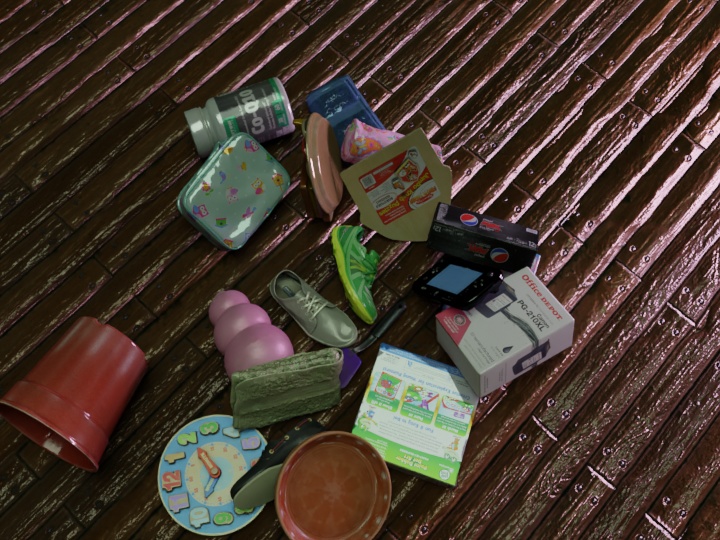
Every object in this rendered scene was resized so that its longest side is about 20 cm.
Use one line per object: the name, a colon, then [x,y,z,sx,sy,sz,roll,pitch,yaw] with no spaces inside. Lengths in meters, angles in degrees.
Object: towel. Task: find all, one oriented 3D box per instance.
towel: [-0.023,-0.297,1.694,0.111,0.049,0.201,-28,70,-11]
towel: [-0.123,0.203,1.421,0.197,0.150,0.037,-12,47,-17]

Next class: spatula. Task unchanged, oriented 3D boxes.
spatula: [0.014,0.127,1.527,0.056,0.021,0.200,34,67,30]

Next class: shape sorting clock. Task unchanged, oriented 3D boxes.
shape sorting clock: [-0.244,0.343,1.422,0.196,0.039,0.203,0,67,0]

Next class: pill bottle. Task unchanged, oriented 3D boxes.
pill bottle: [-0.238,-0.297,1.656,0.197,0.113,0.114,-21,68,-9]

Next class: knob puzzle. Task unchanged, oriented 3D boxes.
knob puzzle: [0.084,-0.144,1.588,0.216,0.223,0.031,-2,23,-1]

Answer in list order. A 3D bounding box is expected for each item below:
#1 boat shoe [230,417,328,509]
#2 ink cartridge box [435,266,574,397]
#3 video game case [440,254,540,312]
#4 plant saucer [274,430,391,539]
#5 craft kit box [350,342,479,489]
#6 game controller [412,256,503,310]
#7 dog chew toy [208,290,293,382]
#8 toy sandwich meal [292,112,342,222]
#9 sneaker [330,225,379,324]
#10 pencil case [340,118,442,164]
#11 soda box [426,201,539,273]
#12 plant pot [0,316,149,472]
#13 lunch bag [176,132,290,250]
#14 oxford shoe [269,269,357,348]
boat shoe: [-0.137,0.323,1.407,0.200,0.074,0.063,-34,49,-25]
ink cartridge box: [0.251,0.104,1.467,0.198,0.085,0.145,-27,53,-13]
video game case: [0.241,0.036,1.571,0.141,0.018,0.202,20,68,7]
plant saucer: [-0.046,0.366,1.384,0.197,0.032,0.204,1,88,-18]
craft kit box: [0.098,0.251,1.465,0.197,0.049,0.200,18,65,7]
game controller: [0.170,0.021,1.497,0.103,0.199,0.043,-29,109,-19]
dog chew toy: [-0.202,0.118,1.481,0.124,0.125,0.201,-31,62,-13]
toy sandwich meal: [-0.086,-0.194,1.572,0.069,0.205,0.208,-7,66,14]
sneaker: [0.000,0.000,1.553,0.082,0.074,0.203,-15,67,-3]
pencil case: [0.063,-0.224,1.614,0.197,0.087,0.089,14,65,-16]
soda box: [0.225,-0.058,1.551,0.197,0.071,0.064,17,42,3]
plant pot: [-0.468,0.198,1.410,0.199,0.202,0.197,25,60,10]
lunch bag: [-0.239,-0.152,1.582,0.160,0.077,0.201,42,72,-16]
oxford shoe: [-0.089,0.069,1.528,0.199,0.058,0.075,39,69,16]
